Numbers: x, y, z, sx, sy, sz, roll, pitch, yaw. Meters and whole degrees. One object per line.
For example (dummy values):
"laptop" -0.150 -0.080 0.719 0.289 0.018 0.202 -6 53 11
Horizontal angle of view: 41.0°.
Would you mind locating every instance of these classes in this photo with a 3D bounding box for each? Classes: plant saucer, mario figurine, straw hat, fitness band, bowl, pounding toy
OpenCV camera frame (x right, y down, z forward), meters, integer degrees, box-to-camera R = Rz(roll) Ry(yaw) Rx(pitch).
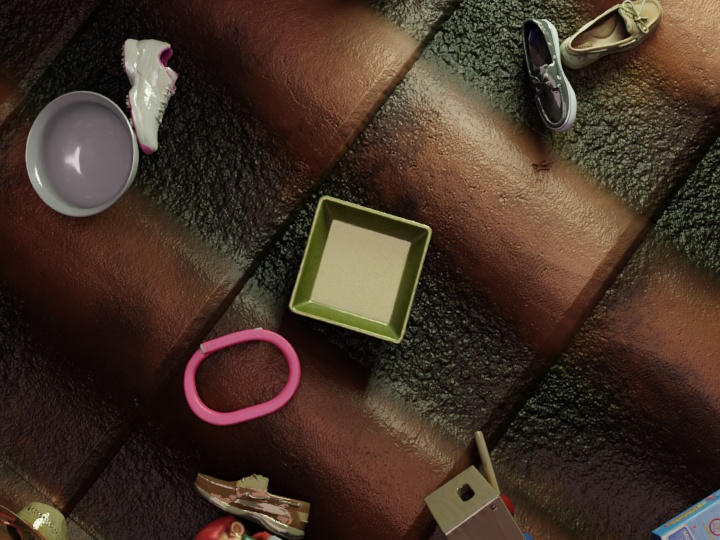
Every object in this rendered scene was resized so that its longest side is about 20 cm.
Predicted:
"plant saucer" 0.000 0.000 1.610 0.197 0.048 0.203 16 84 2
"mario figurine" -0.174 0.469 1.529 0.197 0.106 0.125 21 86 1
"straw hat" -0.518 0.423 1.542 0.200 0.202 0.085 38 42 5
"fitness band" -0.197 0.176 1.597 0.197 0.037 0.146 -16 84 0
"bowl" -0.447 -0.189 1.605 0.197 0.090 0.205 0 90 12
"pounding toy" 0.198 0.389 1.510 0.141 0.200 0.186 -32 98 -3

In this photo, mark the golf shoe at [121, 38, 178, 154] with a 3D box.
"golf shoe" -0.353 -0.300 1.637 0.090 0.075 0.204 -7 84 -4

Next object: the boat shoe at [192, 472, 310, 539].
"boat shoe" -0.173 0.369 1.561 0.198 0.076 0.075 26 79 -5

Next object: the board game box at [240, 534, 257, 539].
"board game box" -0.123 0.498 1.500 0.198 0.029 0.135 27 119 -14

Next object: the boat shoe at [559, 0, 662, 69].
"boat shoe" 0.435 -0.410 1.648 0.198 0.063 0.074 -31 83 -4

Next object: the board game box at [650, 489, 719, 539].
"board game box" 0.606 0.463 1.548 0.194 0.056 0.202 -29 84 -3

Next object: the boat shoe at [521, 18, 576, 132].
"boat shoe" 0.312 -0.332 1.631 0.068 0.056 0.204 -21 74 39
